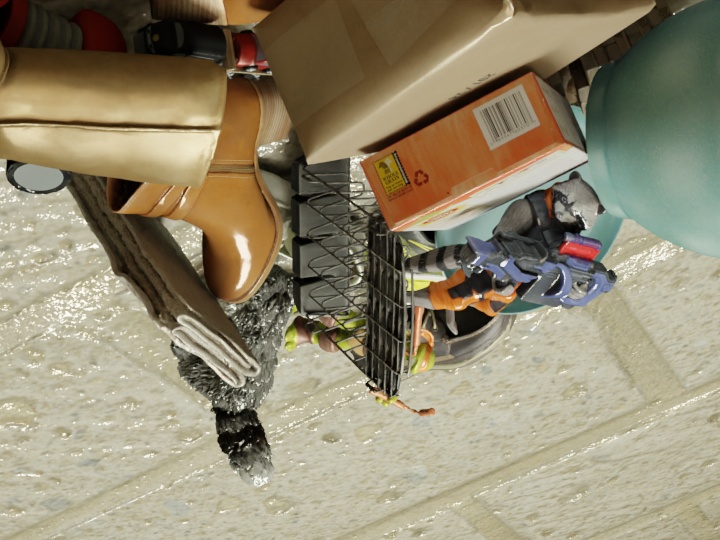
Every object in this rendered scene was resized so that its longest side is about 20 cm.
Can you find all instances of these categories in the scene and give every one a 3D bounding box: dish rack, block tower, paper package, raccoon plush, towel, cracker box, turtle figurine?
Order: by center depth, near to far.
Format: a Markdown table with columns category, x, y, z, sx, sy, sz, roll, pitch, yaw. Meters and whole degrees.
| category | x | y | z | sx | sy | sz | roll | pitch | yaw |
| --- | --- | --- | --- | --- | --- | --- | --- | --- | --- |
| paper package | 0.062 | -0.166 | 0.828 | 0.199 | 0.104 | 0.190 | -30 | 170 | 41 |
| cracker box | 0.093 | -0.082 | 0.914 | 0.133 | 0.058 | 0.200 | -26 | 174 | 15 |
| dish rack | 0.000 | 0.000 | 0.980 | 0.054 | 0.200 | 0.155 | -12 | 118 | -24 |
| towel | -0.158 | 0.003 | 0.984 | 0.034 | 0.200 | 0.133 | -39 | 142 | 1 |
| block tower | 0.170 | -0.160 | 1.010 | 0.198 | 0.058 | 0.054 | -19 | 145 | 8 |
| raccoon plush | -0.083 | 0.085 | 1.148 | 0.133 | 0.202 | 0.097 | -25 | -174 | 40 |
| turtle figurine | 0.008 | 0.059 | 1.180 | 0.160 | 0.065 | 0.201 | 20 | 151 | 14 |

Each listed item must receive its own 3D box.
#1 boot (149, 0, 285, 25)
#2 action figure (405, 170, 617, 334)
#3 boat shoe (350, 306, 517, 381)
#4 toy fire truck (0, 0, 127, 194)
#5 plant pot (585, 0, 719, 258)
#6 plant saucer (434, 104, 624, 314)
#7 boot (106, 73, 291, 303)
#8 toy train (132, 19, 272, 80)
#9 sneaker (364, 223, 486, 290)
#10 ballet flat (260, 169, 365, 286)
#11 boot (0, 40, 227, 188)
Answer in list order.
| category | x | y | z | sx | sy | sz | roll | pitch | yaw |
| --- | --- | --- | --- | --- | --- | --- | --- | --- | --- |
| boot | -0.058 | -0.231 | 0.799 | 0.153 | 0.077 | 0.201 | -6 | 147 | -12 |
| action figure | 0.106 | -0.016 | 0.997 | 0.193 | 0.105 | 0.199 | -34 | 151 | 25 |
| boat shoe | 0.065 | 0.058 | 1.234 | 0.199 | 0.075 | 0.073 | -27 | 138 | 33 |
| toy fire truck | -0.213 | -0.167 | 0.813 | 0.199 | 0.130 | 0.175 | -28 | 145 | 35 |
| plant pot | 0.249 | -0.102 | 0.928 | 0.133 | 0.202 | 0.200 | -4 | 154 | 32 |
| plant saucer | 0.150 | -0.056 | 1.110 | 0.198 | 0.027 | 0.202 | -11 | 120 | -20 |
| boot | -0.128 | -0.055 | 0.941 | 0.154 | 0.073 | 0.202 | -21 | 127 | -52 |
| toy train | -0.074 | -0.156 | 0.889 | 0.045 | 0.035 | 0.199 | -15 | 173 | 41 |
| sneaker | 0.107 | -0.024 | 1.154 | 0.198 | 0.075 | 0.085 | -2 | 143 | -18 |
| ballet flat | -0.064 | -0.035 | 1.081 | 0.069 | 0.070 | 0.199 | -37 | 140 | 28 |
| boot | -0.177 | -0.127 | 0.758 | 0.198 | 0.067 | 0.176 | 3 | 142 | -23 |
